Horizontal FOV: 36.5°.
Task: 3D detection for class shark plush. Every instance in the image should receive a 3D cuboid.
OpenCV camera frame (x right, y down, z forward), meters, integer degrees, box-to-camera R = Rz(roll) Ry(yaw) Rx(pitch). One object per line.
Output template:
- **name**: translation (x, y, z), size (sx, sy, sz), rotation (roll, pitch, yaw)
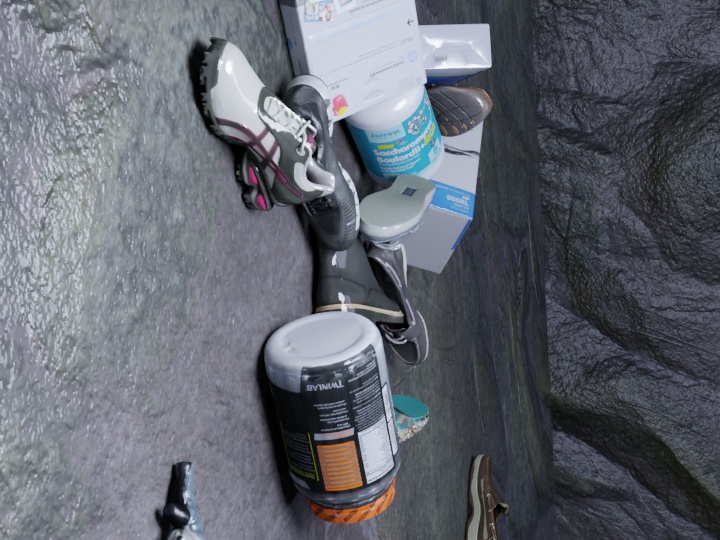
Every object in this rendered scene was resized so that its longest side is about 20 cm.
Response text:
- **shark plush**: translation (-0.148, 0.260, 0.884), size (0.083, 0.091, 0.200), rotation (99, -27, -74)

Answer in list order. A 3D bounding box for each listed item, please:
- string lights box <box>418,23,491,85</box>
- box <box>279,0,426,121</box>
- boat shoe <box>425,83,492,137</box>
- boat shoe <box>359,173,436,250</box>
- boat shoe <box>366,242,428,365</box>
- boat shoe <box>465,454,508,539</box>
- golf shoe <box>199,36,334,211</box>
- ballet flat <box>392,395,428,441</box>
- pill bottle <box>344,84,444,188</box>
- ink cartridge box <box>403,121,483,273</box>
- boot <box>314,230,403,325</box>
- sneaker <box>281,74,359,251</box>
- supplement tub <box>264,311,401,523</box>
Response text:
- **string lights box**: translation (0.096, -0.286, 1.481), size (0.200, 0.103, 0.059), rotation (-172, -101, -77)
- **box**: translation (-0.010, -0.282, 1.225), size (0.156, 0.041, 0.200), rotation (-27, 121, -25)
- **boat shoe**: translation (0.109, -0.229, 1.506), size (0.072, 0.200, 0.076), rotation (-42, 116, -30)
- **boat shoe**: translation (0.044, -0.061, 1.348), size (0.201, 0.070, 0.072), rotation (-44, 150, -62)
- **boat shoe**: translation (0.041, 0.050, 1.485), size (0.057, 0.067, 0.200), rotation (-42, 125, -48)
- **boat shoe**: translation (0.247, 0.451, 2.087), size (0.075, 0.075, 0.203), rotation (61, 31, -57)
- **golf shoe**: translation (-0.087, -0.141, 1.029), size (0.200, 0.088, 0.077), rotation (66, 29, -48)
- **ballet flat**: translation (0.035, 0.208, 1.455), size (0.064, 0.076, 0.200), rotation (-62, 161, 9)
- **pill bottle**: translation (0.036, -0.200, 1.402), size (0.200, 0.111, 0.111), rotation (61, 31, -55)
- **ink cartridge box**: translation (0.112, -0.121, 1.595), size (0.145, 0.084, 0.200), rotation (116, -13, -53)
- **boot**: translation (0.000, 0.000, 1.332), size (0.200, 0.077, 0.139), rotation (11, 73, -74)
- **sneaker**: translation (-0.053, -0.104, 1.179), size (0.091, 0.066, 0.200), rotation (-55, 136, -59)
- **supplement tub**: translation (-0.025, 0.154, 1.137), size (0.123, 0.122, 0.200), rotation (-61, 146, -60)
